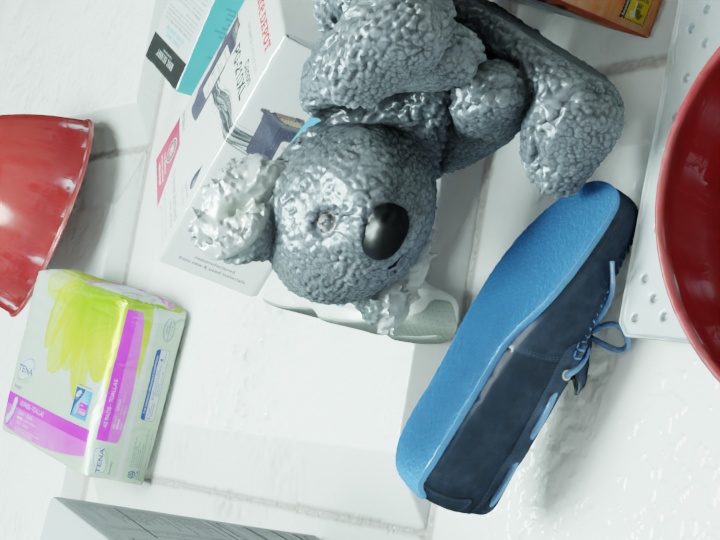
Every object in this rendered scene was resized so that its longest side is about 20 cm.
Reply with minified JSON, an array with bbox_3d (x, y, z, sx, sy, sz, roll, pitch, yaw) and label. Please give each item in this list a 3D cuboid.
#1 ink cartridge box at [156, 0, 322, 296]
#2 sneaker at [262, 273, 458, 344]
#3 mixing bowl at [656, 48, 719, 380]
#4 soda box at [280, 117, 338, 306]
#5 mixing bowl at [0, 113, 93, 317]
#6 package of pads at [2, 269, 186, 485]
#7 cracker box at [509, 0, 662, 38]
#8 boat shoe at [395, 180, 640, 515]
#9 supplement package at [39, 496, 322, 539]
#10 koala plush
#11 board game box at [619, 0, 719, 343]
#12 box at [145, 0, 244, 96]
[{"bbox_3d":[-0.069,-0.107,1.187,0.200,0.084,0.145,-57,24,26],"label":"ink cartridge box"},{"bbox_3d":[0.000,0.000,1.081,0.200,0.070,0.081,15,88,58],"label":"sneaker"},{"bbox_3d":[0.229,-0.017,0.662,0.200,0.108,0.201,-6,77,25],"label":"mixing bowl"},{"bbox_3d":[0.012,-0.082,1.035,0.200,0.068,0.064,-52,34,-4],"label":"soda box"},{"bbox_3d":[-0.337,-0.067,1.535,0.200,0.108,0.200,-54,23,37],"label":"mixing bowl"},{"bbox_3d":[-0.230,0.082,1.394,0.200,0.068,0.155,11,88,57],"label":"package of pads"},{"bbox_3d":[0.074,-0.199,0.986,0.200,0.134,0.058,32,104,56],"label":"cracker box"},{"bbox_3d":[0.095,0.044,0.919,0.200,0.069,0.084,-54,25,9],"label":"boat shoe"},{"bbox_3d":[-0.091,0.242,1.000,0.151,0.200,0.152,18,93,57],"label":"supplement package"},{"bbox_3d":[0.012,-0.065,0.929,0.200,0.177,0.184,-62,28,16],"label":"koala plush"},{"bbox_3d":[0.220,-0.057,0.811,0.200,0.026,0.201,4,81,56],"label":"board game box"},{"bbox_3d":[-0.107,-0.244,1.354,0.200,0.049,0.082,-64,35,16],"label":"box"}]
